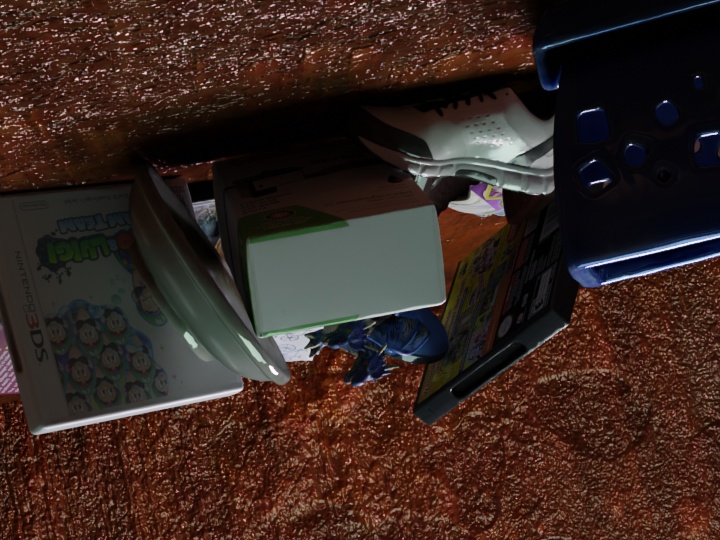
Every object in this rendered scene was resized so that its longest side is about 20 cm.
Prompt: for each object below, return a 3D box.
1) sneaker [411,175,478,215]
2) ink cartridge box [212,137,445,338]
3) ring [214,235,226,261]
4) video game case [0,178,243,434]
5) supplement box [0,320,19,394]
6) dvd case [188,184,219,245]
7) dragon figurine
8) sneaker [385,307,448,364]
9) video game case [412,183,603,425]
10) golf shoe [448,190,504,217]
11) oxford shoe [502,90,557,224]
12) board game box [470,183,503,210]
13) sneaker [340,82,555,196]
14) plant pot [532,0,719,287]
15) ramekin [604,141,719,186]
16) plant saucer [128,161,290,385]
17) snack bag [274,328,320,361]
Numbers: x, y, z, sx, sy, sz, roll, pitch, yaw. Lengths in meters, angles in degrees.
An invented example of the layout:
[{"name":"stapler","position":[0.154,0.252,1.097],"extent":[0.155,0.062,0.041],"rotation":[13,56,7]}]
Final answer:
[{"name":"sneaker","position":[0.071,-0.065,1.589],"extent":[0.115,0.076,0.201],"rotation":[-21,154,-22]},{"name":"ink cartridge box","position":[-0.030,-0.031,1.428],"extent":[0.145,0.085,0.200],"rotation":[-11,-158,-9]},{"name":"ring","position":[-0.039,-0.024,1.661],"extent":[0.199,0.019,0.201],"rotation":[-12,142,-10]},{"name":"video game case","position":[-0.194,0.023,1.455],"extent":[0.199,0.184,0.024],"rotation":[-8,168,-44]},{"name":"supplement box","position":[-0.245,0.028,1.542],"extent":[0.199,0.104,0.131],"rotation":[-1,152,-38]},{"name":"dvd case","position":[-0.120,-0.015,1.674],"extent":[0.142,0.018,0.201],"rotation":[-11,148,-24]},{"name":"dragon figurine","position":[0.020,0.032,1.448],"extent":[0.099,0.059,0.200],"rotation":[8,-155,36]},{"name":"sneaker","position":[0.000,0.000,1.563],"extent":[0.079,0.199,0.066],"rotation":[-54,179,32]},{"name":"video game case","position":[0.128,0.018,1.585],"extent":[0.181,0.025,0.201],"rotation":[-40,-160,39]},{"name":"golf shoe","position":[0.141,-0.091,1.737],"extent":[0.097,0.079,0.199],"rotation":[-1,167,-40]},{"name":"oxford shoe","position":[0.174,-0.093,1.554],"extent":[0.073,0.071,0.200],"rotation":[0,158,-18]},{"name":"board game box","position":[0.176,-0.110,1.624],"extent":[0.199,0.033,0.120],"rotation":[-16,146,29]},{"name":"sneaker","position":[0.074,-0.113,1.437],"extent":[0.199,0.081,0.074],"rotation":[5,-157,-33]},{"name":"plant pot","position":[0.217,-0.101,1.251],"extent":[0.198,0.181,0.200],"rotation":[-15,174,7]},{"name":"ramekin","position":[0.327,-0.107,1.912],"extent":[0.200,0.095,0.202],"rotation":[-14,175,-1]},{"name":"plant saucer","position":[-0.127,0.013,1.413],"extent":[0.050,0.201,0.200],"rotation":[-35,174,1]},{"name":"snack bag","position":[-0.037,0.052,1.716],"extent":[0.198,0.022,0.189],"rotation":[-5,164,-11]}]
